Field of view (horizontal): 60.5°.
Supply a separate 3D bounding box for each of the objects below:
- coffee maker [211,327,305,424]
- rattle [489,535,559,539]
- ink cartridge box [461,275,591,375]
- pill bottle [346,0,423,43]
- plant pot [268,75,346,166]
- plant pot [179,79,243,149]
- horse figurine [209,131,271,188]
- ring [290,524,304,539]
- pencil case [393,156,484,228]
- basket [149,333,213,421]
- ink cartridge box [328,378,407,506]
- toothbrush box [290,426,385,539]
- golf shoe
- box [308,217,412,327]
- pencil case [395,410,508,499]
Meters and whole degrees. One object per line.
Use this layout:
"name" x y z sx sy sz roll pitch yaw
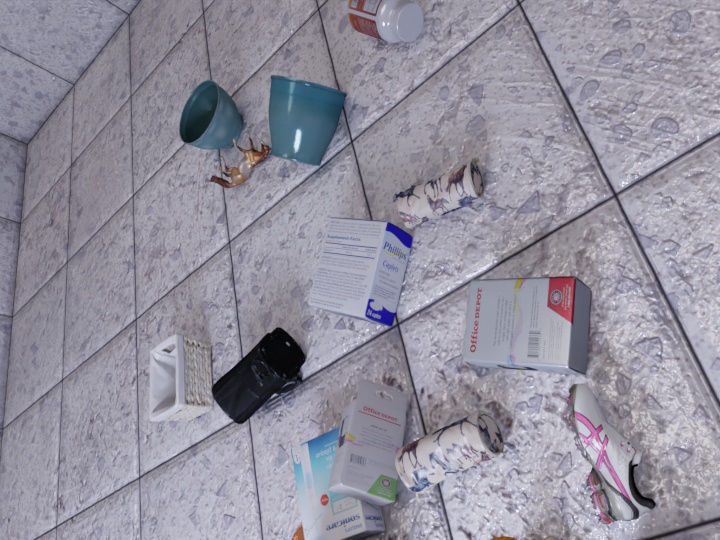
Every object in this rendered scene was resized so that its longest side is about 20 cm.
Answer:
"coffee maker" -0.249 0.246 1.420 0.200 0.190 0.136 -43 67 24
"rattle" 0.269 0.497 0.897 0.127 0.143 0.205 -18 55 15
"ink cartridge box" 0.283 0.093 1.061 0.196 0.082 0.150 -2 74 42
"pill bottle" 0.061 -0.621 1.502 0.199 0.111 0.114 39 101 43
"plant pot" -0.146 -0.371 1.559 0.197 0.197 0.194 22 104 44
"plant pot" -0.443 -0.454 1.887 0.197 0.133 0.206 -17 63 37
"horse figurine" -0.350 -0.312 1.801 0.201 0.050 0.133 -49 66 7
"ring" -0.092 0.617 1.261 0.197 0.019 0.207 -17 63 37
"pencil case" 0.163 -0.159 1.266 0.196 0.077 0.092 -20 77 36
"basket" -0.481 0.294 1.661 0.134 0.122 0.205 -28 57 32
"ink cartridge box" 0.018 0.324 1.173 0.067 0.114 0.205 133 154 -55
"toothbrush box" -0.047 0.435 1.230 0.144 0.085 0.205 -27 59 22
"golf shoe" 0.373 0.267 0.930 0.090 0.072 0.206 -23 70 27
"box" 0.000 0.000 1.339 0.181 0.104 0.206 8 81 44
"pencil case" 0.159 0.322 1.087 0.198 0.077 0.091 -35 83 28
